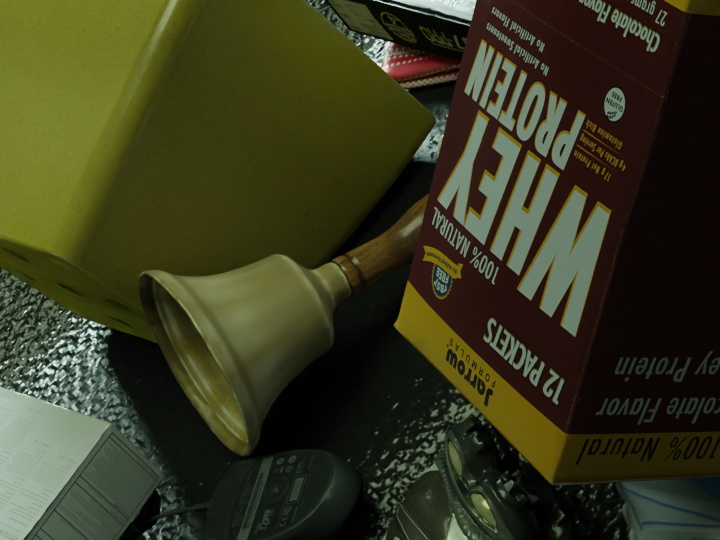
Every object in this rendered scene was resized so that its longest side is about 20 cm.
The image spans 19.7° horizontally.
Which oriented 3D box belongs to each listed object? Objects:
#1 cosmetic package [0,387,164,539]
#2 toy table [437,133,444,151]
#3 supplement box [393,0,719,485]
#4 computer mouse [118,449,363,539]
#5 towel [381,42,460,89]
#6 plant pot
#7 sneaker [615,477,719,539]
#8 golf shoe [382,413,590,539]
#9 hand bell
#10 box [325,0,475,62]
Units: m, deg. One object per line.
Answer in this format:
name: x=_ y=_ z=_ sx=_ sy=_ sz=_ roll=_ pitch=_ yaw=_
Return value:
cosmetic package: x=-0.192 y=0.109 z=1.088 sx=0.200 sy=0.051 sz=0.083 roll=11 pitch=58 yaw=52
toy table: x=0.137 y=-0.101 z=0.980 sx=0.117 sy=0.184 sz=0.200 roll=32 pitch=65 yaw=31
supplement box: x=0.146 y=-0.038 z=0.803 sx=0.133 sy=0.197 sz=0.200 roll=45 pitch=127 yaw=53
computer mouse: x=-0.077 y=0.126 z=1.025 sx=0.200 sy=0.034 sz=0.059 roll=-12 pitch=45 yaw=37
towel: x=0.092 y=-0.192 z=1.202 sx=0.144 sy=0.022 sz=0.200 roll=-8 pitch=48 yaw=32
plant pot: x=-0.118 y=-0.066 z=1.117 sx=0.200 sy=0.200 sz=0.177 roll=15 pitch=73 yaw=44
sneaker: x=0.132 y=0.105 z=0.856 sx=0.087 sy=0.075 sz=0.200 roll=-56 pitch=33 yaw=6
golf shoe: x=0.064 y=0.157 z=0.865 sx=0.094 sy=0.078 sz=0.200 roll=-45 pitch=35 yaw=19
hand bell: x=0.000 y=0.000 z=1.045 sx=0.200 sy=0.104 sz=0.104 roll=-29 pitch=37 yaw=-17
box: x=0.087 y=-0.187 z=1.141 sx=0.200 sy=0.049 sz=0.161 roll=22 pitch=70 yaw=50
